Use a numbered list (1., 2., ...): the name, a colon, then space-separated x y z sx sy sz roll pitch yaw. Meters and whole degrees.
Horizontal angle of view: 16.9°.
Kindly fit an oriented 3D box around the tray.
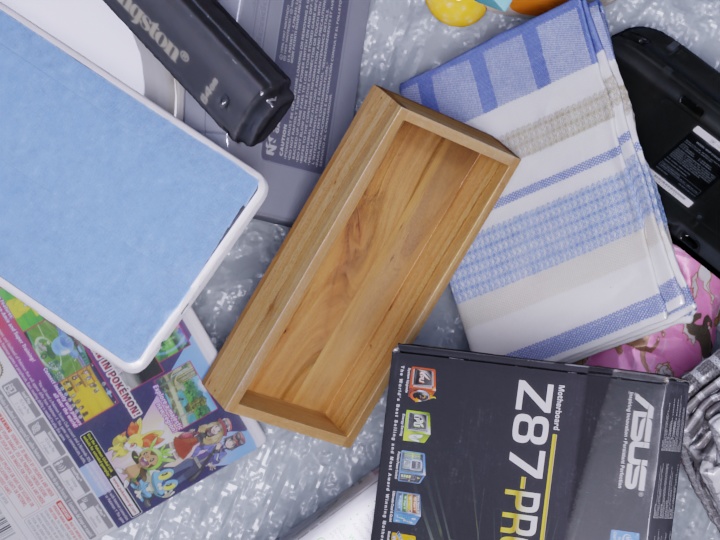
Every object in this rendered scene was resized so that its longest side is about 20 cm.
1. tray: 0.000 0.000 1.386 0.099 0.037 0.200 20 105 -40

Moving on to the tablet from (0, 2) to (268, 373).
1. tablet: -0.164 -0.048 1.315 0.200 0.014 0.130 33 82 11

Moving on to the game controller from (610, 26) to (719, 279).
1. game controller: 0.200 -0.062 1.408 0.200 0.042 0.104 41 73 22

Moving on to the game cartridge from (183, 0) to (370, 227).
1. game cartridge: -0.047 -0.128 1.392 0.041 0.133 0.201 7 87 29

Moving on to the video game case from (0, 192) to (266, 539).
1. video game case: -0.172 0.070 1.378 0.182 0.023 0.200 -29 125 -3

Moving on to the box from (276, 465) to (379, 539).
1. box: 0.032 0.222 1.400 0.176 0.097 0.200 -37 90 -4

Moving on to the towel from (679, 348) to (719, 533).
1. towel: 0.260 0.080 1.372 0.165 0.200 0.086 -34 55 -2

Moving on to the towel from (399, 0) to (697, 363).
1. towel: 0.106 -0.043 1.399 0.147 0.024 0.200 -24 74 31

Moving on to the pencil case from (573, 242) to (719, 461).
1. pencil case: 0.151 0.074 1.419 0.086 0.083 0.200 21 87 -31

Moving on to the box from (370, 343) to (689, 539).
1. box: 0.085 0.147 1.304 0.161 0.049 0.201 7 87 24

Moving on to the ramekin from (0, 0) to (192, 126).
1. ramekin: -0.181 -0.096 1.395 0.200 0.105 0.201 0 89 -2

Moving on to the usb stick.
1. usb stick: -0.114 -0.151 1.317 0.200 0.055 0.033 47 43 9

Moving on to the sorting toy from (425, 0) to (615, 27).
1. sorting toy: 0.067 -0.229 1.373 0.107 0.180 0.200 -29 89 -4
